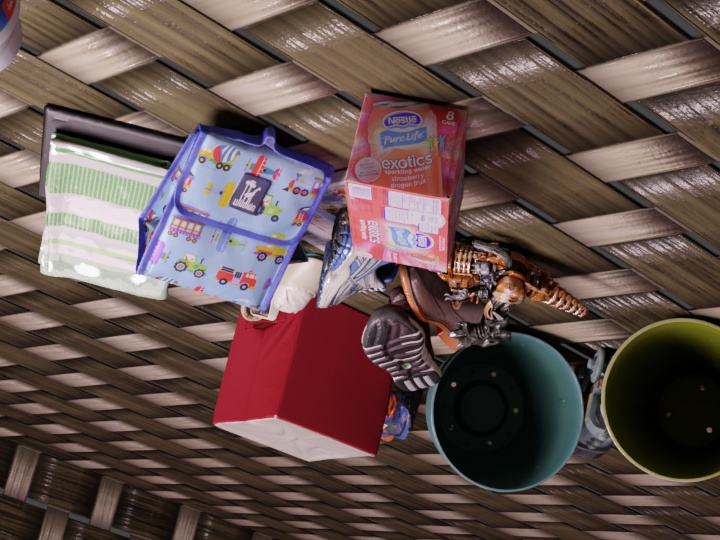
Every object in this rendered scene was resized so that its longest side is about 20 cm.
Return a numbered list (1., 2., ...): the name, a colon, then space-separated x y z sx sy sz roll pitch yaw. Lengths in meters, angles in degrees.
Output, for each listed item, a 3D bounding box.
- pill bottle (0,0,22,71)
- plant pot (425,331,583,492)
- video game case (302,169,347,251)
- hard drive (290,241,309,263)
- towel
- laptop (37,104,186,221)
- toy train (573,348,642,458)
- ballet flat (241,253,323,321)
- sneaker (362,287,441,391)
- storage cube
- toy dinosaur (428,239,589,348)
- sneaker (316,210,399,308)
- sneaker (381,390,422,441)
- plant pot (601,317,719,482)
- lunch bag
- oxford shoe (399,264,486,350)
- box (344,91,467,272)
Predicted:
1. pill bottle: -0.347 -0.241 1.273 0.112 0.113 0.200 11 162 8
2. plant pot: 0.174 0.183 2.011 0.199 0.202 0.161 16 174 -7
3. video game case: -0.021 -0.065 1.696 0.143 0.018 0.199 29 156 -37
4. hard drive: -0.158 -0.020 1.800 0.134 0.043 0.200 -2 179 -29
5. towel: -0.278 -0.055 1.692 0.152 0.023 0.201 13 132 -1
6. laptop: -0.256 -0.116 1.727 0.186 0.116 0.201 14 133 -1
7. toy train: 0.317 0.176 1.999 0.085 0.115 0.200 14 162 -3
8. ballet flat: -0.098 0.029 1.945 0.069 0.070 0.200 23 159 -25
9. sneaker: 0.043 0.061 1.869 0.075 0.116 0.200 -12 150 8
10. storage cube: -0.074 0.146 2.088 0.199 0.181 0.171 24 159 -31
11. toy dinosaur: 0.153 0.021 1.719 0.199 0.102 0.136 34 145 6
12. sneaker: 0.000 0.000 1.727 0.085 0.078 0.200 11 162 -6
13. sneaker: 0.038 0.225 2.404 0.078 0.076 0.200 21 159 -11
14. plant pot: 0.394 0.162 1.848 0.186 0.188 0.200 8 174 16
15. lunch bag: -0.129 -0.072 1.596 0.150 0.094 0.200 17 128 -20
16. oxford shoe: 0.104 0.028 1.828 0.073 0.072 0.200 -21 150 18
17. box: 0.047 -0.081 1.480 0.102 0.095 0.200 11 161 7
